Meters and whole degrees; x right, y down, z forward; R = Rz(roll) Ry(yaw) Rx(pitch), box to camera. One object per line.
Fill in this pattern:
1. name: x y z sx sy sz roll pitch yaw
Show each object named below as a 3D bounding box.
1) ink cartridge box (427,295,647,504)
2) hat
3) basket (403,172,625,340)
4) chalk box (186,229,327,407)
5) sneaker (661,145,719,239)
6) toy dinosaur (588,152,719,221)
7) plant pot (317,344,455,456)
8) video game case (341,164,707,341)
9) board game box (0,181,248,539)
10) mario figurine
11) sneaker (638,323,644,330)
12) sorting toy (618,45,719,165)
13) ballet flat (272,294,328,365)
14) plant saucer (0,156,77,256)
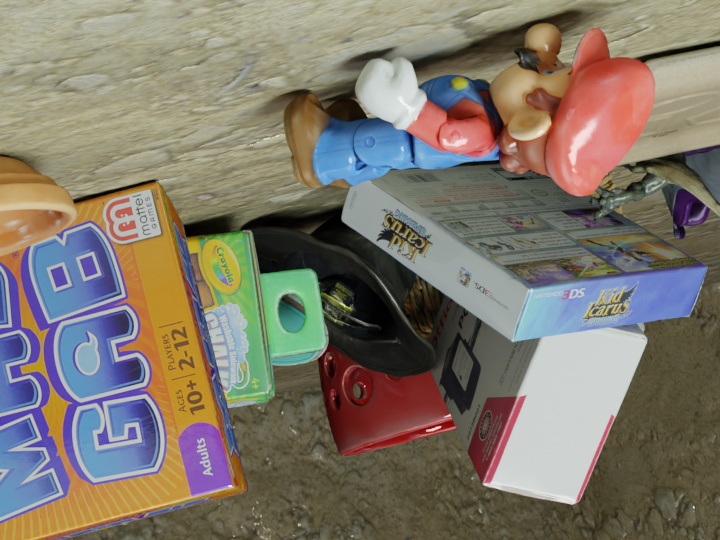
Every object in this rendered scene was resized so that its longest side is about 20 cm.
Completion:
1. ink cartridge box: 0.126 0.058 1.611 0.084 0.145 0.200 13 -158 -18
2. hat: 0.000 0.000 1.677 0.081 0.200 0.201 -53 -173 -18
3. basket: 0.117 0.007 1.816 0.199 0.143 0.149 -11 172 -28
4. chalk box: -0.126 0.043 1.590 0.199 0.125 0.124 -9 174 -3
5. sneaker: 0.316 -0.086 1.680 0.074 0.088 0.200 -9 173 -39
6. toy dinosaur: 0.205 -0.074 1.566 0.088 0.048 0.200 -8 -157 -6
7. plant pot: 0.054 0.059 1.954 0.200 0.183 0.200 -14 174 -1
8. video game case: 0.117 -0.017 1.526 0.199 0.046 0.181 -6 -150 -44
9. board game box: -0.197 0.075 1.420 0.199 0.201 0.200 -14 174 -2
10. mario figurine: 0.063 -0.098 1.166 0.199 0.106 0.124 -5 -146 22
11. sneaker: 0.179 0.112 1.797 0.073 0.085 0.200 -9 153 -49
12. sorting toy: 0.230 -0.121 1.447 0.184 0.037 0.200 -12 169 -17
13. ballet flat: -0.120 0.028 1.696 0.199 0.069 0.071 8 -165 4
14. plant saucer: -0.256 -0.024 1.166 0.199 0.038 0.200 -14 175 -1
